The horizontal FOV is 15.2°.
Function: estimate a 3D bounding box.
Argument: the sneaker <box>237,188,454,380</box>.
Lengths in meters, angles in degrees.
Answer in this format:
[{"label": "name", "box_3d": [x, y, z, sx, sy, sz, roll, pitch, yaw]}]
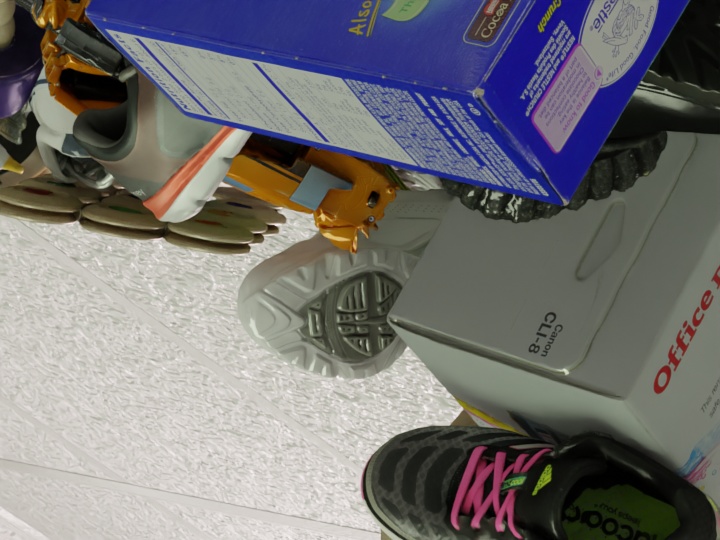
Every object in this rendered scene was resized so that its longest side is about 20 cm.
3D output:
[{"label": "sneaker", "box_3d": [0.000, 0.000, 1.448, 0.200, 0.078, 0.099, -12, -150, -43]}]

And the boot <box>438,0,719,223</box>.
[{"label": "boot", "box_3d": [0.121, -0.073, 1.089, 0.210, 0.080, 0.158, 10, 157, 15]}]

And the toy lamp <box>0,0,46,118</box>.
[{"label": "toy lamp", "box_3d": [-0.186, -0.151, 1.380, 0.058, 0.058, 0.200, 27, 147, 9]}]

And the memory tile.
[{"label": "memory tile", "box_3d": [-0.124, -0.038, 1.592, 0.153, 0.017, 0.200, 10, -172, 5]}]

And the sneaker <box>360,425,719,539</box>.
[{"label": "sneaker", "box_3d": [0.086, 0.106, 1.242, 0.199, 0.074, 0.087, 15, 160, 25]}]

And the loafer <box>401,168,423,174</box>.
[{"label": "loafer", "box_3d": [-0.035, -0.123, 1.334, 0.200, 0.063, 0.072, 32, -165, 7]}]

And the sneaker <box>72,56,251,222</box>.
[{"label": "sneaker", "box_3d": [-0.068, -0.106, 1.222, 0.082, 0.077, 0.200, 30, 122, -13]}]

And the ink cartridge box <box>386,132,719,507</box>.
[{"label": "ink cartridge box", "box_3d": [0.138, 0.029, 1.312, 0.144, 0.146, 0.200, 18, 160, 36]}]

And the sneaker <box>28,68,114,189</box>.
[{"label": "sneaker", "box_3d": [-0.163, -0.083, 1.568, 0.073, 0.071, 0.200, 4, 175, 0]}]

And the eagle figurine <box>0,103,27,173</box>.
[{"label": "eagle figurine", "box_3d": [-0.272, -0.097, 1.656, 0.150, 0.152, 0.200, -2, -176, -2]}]

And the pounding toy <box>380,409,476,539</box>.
[{"label": "pounding toy", "box_3d": [0.141, 0.174, 1.721, 0.184, 0.200, 0.143, 22, 135, 24]}]

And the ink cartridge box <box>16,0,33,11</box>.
[{"label": "ink cartridge box", "box_3d": [-0.221, -0.192, 1.449, 0.197, 0.047, 0.200, 35, 165, -18]}]

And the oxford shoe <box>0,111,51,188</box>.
[{"label": "oxford shoe", "box_3d": [-0.219, -0.061, 1.807, 0.071, 0.072, 0.200, 30, 164, -22]}]

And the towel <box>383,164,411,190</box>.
[{"label": "towel", "box_3d": [-0.033, -0.092, 1.481, 0.086, 0.018, 0.200, 24, 164, 31]}]

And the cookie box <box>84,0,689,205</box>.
[{"label": "cookie box", "box_3d": [0.025, -0.126, 0.985, 0.200, 0.171, 0.075, 16, 156, 42]}]

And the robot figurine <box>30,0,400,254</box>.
[{"label": "robot figurine", "box_3d": [-0.080, -0.083, 1.361, 0.199, 0.058, 0.145, 26, -168, -16]}]
